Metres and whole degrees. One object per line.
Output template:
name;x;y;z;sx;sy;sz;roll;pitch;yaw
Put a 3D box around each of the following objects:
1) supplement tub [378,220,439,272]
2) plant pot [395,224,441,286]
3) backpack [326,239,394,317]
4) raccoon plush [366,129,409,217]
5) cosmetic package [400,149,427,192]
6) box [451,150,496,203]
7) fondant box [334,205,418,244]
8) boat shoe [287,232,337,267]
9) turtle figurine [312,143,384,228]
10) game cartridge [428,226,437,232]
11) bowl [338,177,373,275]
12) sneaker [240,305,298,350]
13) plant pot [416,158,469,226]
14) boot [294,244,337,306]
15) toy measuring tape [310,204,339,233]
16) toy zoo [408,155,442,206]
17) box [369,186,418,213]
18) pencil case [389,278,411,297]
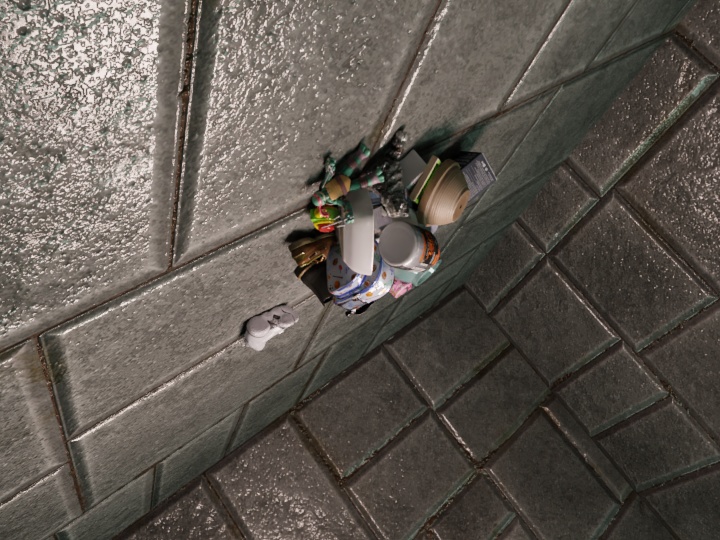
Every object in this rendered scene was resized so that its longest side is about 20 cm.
supplement tub;0.139;-0.061;1.608;0.123;0.123;0.199;-45;158;18
plant pot;0.176;-0.038;1.891;0.199;0.134;0.201;-41;167;-12
backpack;0.000;0.000;1.647;0.187;0.205;0.153;-20;154;26
raccoon plush;0.091;-0.229;1.479;0.095;0.134;0.203;-16;140;-41
cosmetic package;0.159;-0.268;1.717;0.101;0.072;0.199;-43;164;11
box;0.304;-0.275;1.875;0.199;0.108;0.148;-40;-160;-6
fondant box;0.044;-0.123;1.668;0.197;0.060;0.143;-21;166;33
boat shoe;-0.122;-0.052;1.586;0.071;0.069;0.199;-26;177;34
turtle figurine;-0.046;-0.196;1.360;0.199;0.152;0.100;-38;-152;-20
game cartridge;0.200;-0.182;1.941;0.040;0.133;0.201;-43;165;-12
bowl;-0.015;-0.110;1.486;0.072;0.202;0.204;-4;127;-6
sneaker;-0.290;0.183;1.862;0.197;0.076;0.115;-17;154;-46
plant pot;0.250;-0.205;1.683;0.202;0.091;0.203;-50;158;-28
boot;-0.080;0.009;1.764;0.198;0.139;0.078;-35;165;-22
toy measuring tape;-0.080;-0.128;1.513;0.073;0.074;0.200;-40;169;0
toy zoo;0.198;-0.240;1.682;0.133;0.020;0.200;-60;163;4
box;0.082;-0.190;1.669;0.133;0.039;0.200;-6;174;16
pencil case;0.091;0.002;2.054;0.086;0.201;0.083;-40;167;-4
